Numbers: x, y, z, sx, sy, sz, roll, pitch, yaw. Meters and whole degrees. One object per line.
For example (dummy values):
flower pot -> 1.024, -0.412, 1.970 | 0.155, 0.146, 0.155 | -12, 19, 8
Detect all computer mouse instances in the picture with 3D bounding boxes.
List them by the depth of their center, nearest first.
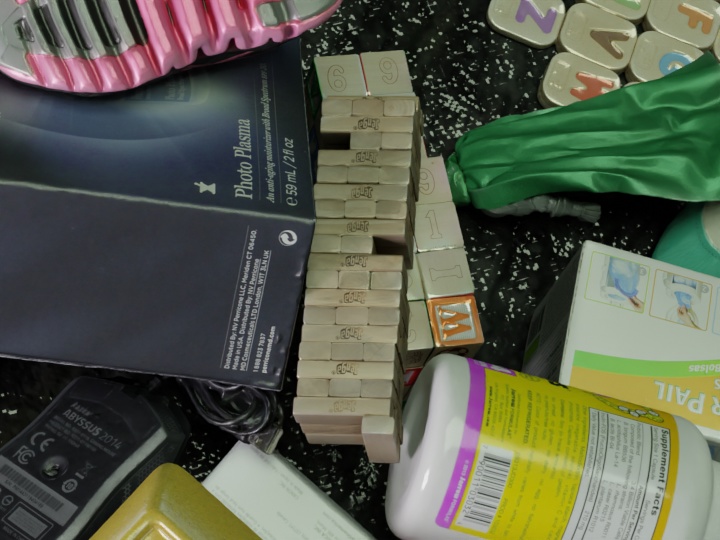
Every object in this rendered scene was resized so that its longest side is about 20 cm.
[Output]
computer mouse -> -0.145, 0.115, 1.384 | 0.200, 0.053, 0.138 | -41, 50, -19

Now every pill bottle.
pill bottle -> 0.120, 0.118, 1.351 | 0.199, 0.104, 0.105 | 16, 64, -9

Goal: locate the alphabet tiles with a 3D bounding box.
alphabet tiles -> 0.187, -0.173, 1.618 | 0.194, 0.015, 0.201 | 23, 64, -2

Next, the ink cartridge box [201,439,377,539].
ink cartridge box -> -0.068, 0.216, 1.386 | 0.162, 0.057, 0.200 | 41, 85, 7

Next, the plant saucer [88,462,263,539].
plant saucer -> -0.101, 0.220, 1.264 | 0.200, 0.049, 0.200 | 39, 77, 21

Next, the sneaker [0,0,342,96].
sneaker -> -0.108, -0.135, 1.363 | 0.198, 0.095, 0.080 | -11, 85, -11

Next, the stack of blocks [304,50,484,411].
stack of blocks -> 0.012, -0.026, 1.459 | 0.058, 0.115, 0.201 | -5, 68, -15

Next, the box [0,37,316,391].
box -> -0.133, -0.047, 1.388 | 0.197, 0.124, 0.201 | 6, 34, -9

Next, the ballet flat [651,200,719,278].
ballet flat -> 0.262, -0.046, 1.548 | 0.199, 0.070, 0.067 | -33, 77, -23

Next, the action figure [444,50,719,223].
action figure -> 0.132, -0.068, 1.528 | 0.198, 0.055, 0.119 | -10, 47, -2

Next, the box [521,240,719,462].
box -> 0.201, 0.073, 1.460 | 0.199, 0.113, 0.102 | 16, 64, -7

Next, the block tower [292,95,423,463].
block tower -> 0.000, 0.000, 1.354 | 0.057, 0.054, 0.201 | 0, 69, 7
